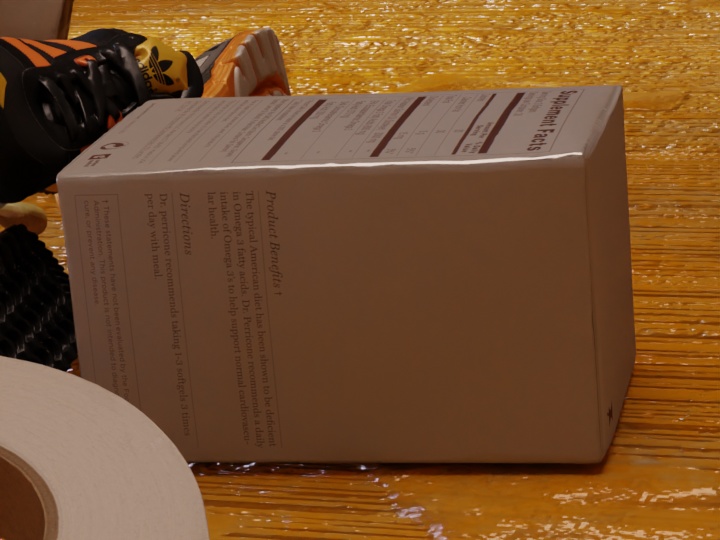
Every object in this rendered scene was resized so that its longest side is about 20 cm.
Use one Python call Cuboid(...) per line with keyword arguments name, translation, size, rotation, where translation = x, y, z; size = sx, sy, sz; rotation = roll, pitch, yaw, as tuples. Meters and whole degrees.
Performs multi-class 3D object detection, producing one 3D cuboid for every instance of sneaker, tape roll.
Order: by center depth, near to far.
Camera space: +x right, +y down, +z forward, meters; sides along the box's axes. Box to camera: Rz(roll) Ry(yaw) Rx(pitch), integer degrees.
Cuboid(name="tape roll", translation=(-0.145, 0.094, 0.768), size=(0.201, 0.037, 0.203), rotation=(1, 32, 0))
Cuboid(name="sneaker", translation=(-0.179, 0.057, 0.949), size=(0.093, 0.071, 0.200), rotation=(-26, 17, 28))
Cuboid(name="sneaker", translation=(-0.118, -0.073, 1.031), size=(0.089, 0.070, 0.200), rotation=(-23, 1, 8))
Cuboid(name="sneaker", translation=(-0.088, -0.070, 1.266), size=(0.077, 0.079, 0.200), rotation=(-8, 15, 23))

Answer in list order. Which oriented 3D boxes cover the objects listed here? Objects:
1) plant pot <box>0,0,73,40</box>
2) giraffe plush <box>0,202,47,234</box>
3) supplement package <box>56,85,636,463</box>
Cuboid(name="plant pot", translation=(-0.247, -0.130, 1.354), size=(0.172, 0.202, 0.200), rotation=(10, 17, -5))
Cuboid(name="giraffe plush", translation=(-0.234, -0.041, 1.119), size=(0.199, 0.173, 0.162), rotation=(-31, -11, 11))
Cuboid(name="supplement package", translation=(0.000, 0.000, 0.958), size=(0.198, 0.118, 0.117), rotation=(-1, 17, 13))
